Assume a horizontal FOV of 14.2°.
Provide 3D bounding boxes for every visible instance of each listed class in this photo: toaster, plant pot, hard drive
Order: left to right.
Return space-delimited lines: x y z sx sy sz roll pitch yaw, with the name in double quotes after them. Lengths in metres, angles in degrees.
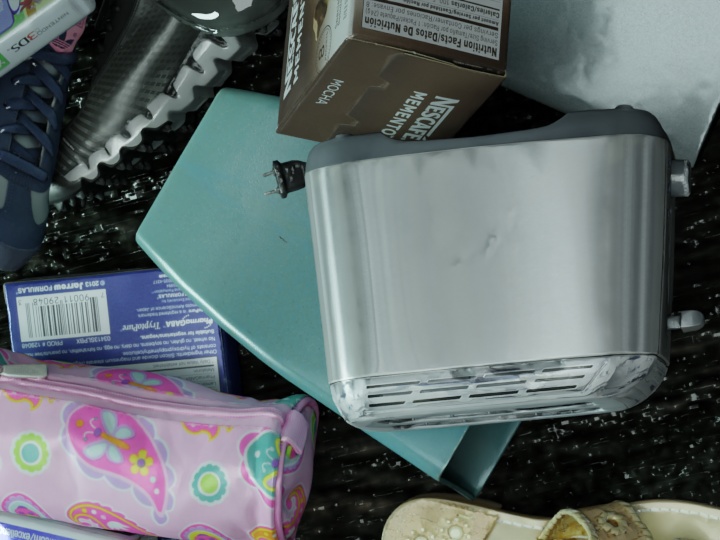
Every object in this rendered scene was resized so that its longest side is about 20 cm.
0.000 0.000 1.453 0.200 0.141 0.142 30 87 13 "plant pot"
0.054 0.002 1.314 0.199 0.114 0.130 -5 81 9 "toaster"
0.108 -0.155 1.476 0.199 0.033 0.140 24 99 9 "hard drive"

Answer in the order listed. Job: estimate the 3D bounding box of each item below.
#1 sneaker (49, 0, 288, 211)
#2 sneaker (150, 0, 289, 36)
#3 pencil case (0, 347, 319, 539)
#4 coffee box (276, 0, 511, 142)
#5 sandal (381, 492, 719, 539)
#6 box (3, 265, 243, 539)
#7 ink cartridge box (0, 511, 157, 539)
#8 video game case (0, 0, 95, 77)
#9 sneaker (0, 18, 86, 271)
-0.109 -0.120 1.514 0.200 0.066 0.091 -44 82 9 "sneaker"
-0.104 -0.205 1.452 0.074 0.089 0.200 -32 68 -7 "sneaker"
-0.122 0.090 1.491 0.199 0.087 0.088 10 97 12 "pencil case"
0.021 -0.165 1.363 0.080 0.113 0.201 12 67 -16 "coffee box"
0.110 0.156 1.485 0.211 0.070 0.078 6 96 12 "sandal"
-0.120 0.099 1.550 0.121 0.032 0.201 -5 93 13 "box"
-0.205 0.218 1.552 0.197 0.043 0.201 10 99 26 "ink cartridge box"
-0.223 -0.145 1.487 0.182 0.200 0.022 -33 129 14 "video game case"
-0.176 -0.099 1.478 0.082 0.070 0.201 -29 55 31 "sneaker"
